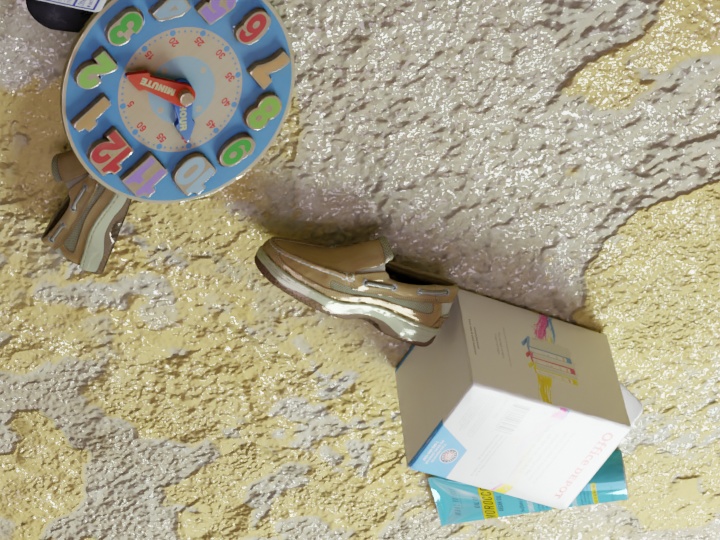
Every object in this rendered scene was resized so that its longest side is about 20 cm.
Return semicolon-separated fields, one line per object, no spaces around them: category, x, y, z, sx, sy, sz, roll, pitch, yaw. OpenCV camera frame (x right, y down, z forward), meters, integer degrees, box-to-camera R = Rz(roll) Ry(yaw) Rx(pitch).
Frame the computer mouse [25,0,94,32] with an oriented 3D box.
computer mouse;-0.167;-0.220;1.654;0.198;0.034;0.059;-8;133;-1

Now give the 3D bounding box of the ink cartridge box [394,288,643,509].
ink cartridge box;0.153;0.126;1.968;0.199;0.126;0.129;17;129;-23

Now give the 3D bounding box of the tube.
tube;0.173;0.222;2.124;0.198;0.051;0.078;-9;127;8

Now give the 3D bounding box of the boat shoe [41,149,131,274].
boat shoe;-0.226;-0.080;1.760;0.076;0.072;0.201;22;127;-7

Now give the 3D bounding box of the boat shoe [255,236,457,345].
boat shoe;0.000;0.000;1.866;0.199;0.072;0.076;19;115;-34

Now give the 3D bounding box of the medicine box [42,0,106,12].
medicine box;-0.253;-0.285;1.483;0.199;0.104;0.182;11;158;-18

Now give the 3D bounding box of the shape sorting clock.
shape sorting clock;-0.144;-0.145;1.663;0.199;0.039;0.201;-11;123;-18
